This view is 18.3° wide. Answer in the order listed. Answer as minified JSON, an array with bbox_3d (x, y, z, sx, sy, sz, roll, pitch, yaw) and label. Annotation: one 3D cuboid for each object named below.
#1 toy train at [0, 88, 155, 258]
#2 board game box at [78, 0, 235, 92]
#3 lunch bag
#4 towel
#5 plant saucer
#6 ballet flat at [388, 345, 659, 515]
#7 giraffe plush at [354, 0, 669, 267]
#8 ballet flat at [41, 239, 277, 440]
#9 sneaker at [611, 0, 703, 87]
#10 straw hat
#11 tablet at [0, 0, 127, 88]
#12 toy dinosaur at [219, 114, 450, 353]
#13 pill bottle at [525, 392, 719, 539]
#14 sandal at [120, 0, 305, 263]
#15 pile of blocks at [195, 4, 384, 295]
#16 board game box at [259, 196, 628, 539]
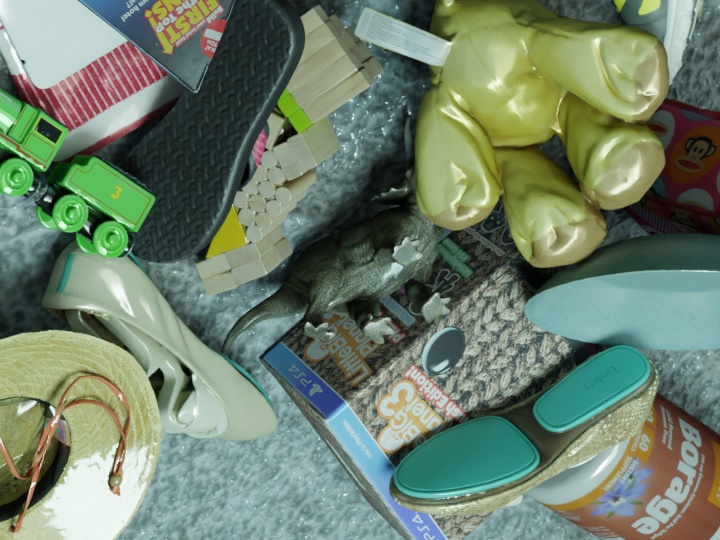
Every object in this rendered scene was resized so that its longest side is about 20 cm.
[{"bbox_3d":[-0.205,-0.074,1.299,0.200,0.042,0.057,35,78,-27],"label":"toy train"},{"bbox_3d":[-0.113,-0.210,1.245,0.200,0.062,0.200,-40,128,-7],"label":"board game box"},{"bbox_3d":[0.264,-0.031,1.508,0.176,0.200,0.082,41,82,-37],"label":"lunch bag"},{"bbox_3d":[-0.153,-0.172,1.309,0.144,0.023,0.201,-30,124,-14],"label":"towel"},{"bbox_3d":[0.202,0.010,1.404,0.200,0.201,0.039,13,70,-34],"label":"plant saucer"},{"bbox_3d":[0.111,0.119,1.456,0.199,0.071,0.065,-24,137,-15],"label":"ballet flat"},{"bbox_3d":[0.098,-0.116,1.391,0.200,0.162,0.173,39,107,0],"label":"giraffe plush"},{"bbox_3d":[-0.128,0.062,1.404,0.069,0.069,0.200,-45,121,-4],"label":"ballet flat"},{"bbox_3d":[0.186,-0.205,1.470,0.075,0.084,0.201,-65,163,-45],"label":"sneaker"},{"bbox_3d":[-0.228,0.109,1.360,0.200,0.085,0.202,-16,121,-29],"label":"straw hat"},{"bbox_3d":[-0.127,-0.204,1.287,0.199,0.014,0.130,-32,126,-12],"label":"tablet"},{"bbox_3d":[0.000,0.000,1.440,0.200,0.102,0.077,-40,118,10],"label":"toy dinosaur"},{"bbox_3d":[0.206,0.149,1.616,0.200,0.112,0.112,32,94,-37],"label":"pill bottle"},{"bbox_3d":[-0.084,-0.083,1.343,0.200,0.075,0.045,-56,163,28],"label":"sandal"},{"bbox_3d":[-0.053,-0.079,1.396,0.201,0.082,0.062,-61,172,25],"label":"pile of blocks"},{"bbox_3d":[0.064,0.065,1.502,0.200,0.097,0.160,-41,126,-7],"label":"board game box"}]
